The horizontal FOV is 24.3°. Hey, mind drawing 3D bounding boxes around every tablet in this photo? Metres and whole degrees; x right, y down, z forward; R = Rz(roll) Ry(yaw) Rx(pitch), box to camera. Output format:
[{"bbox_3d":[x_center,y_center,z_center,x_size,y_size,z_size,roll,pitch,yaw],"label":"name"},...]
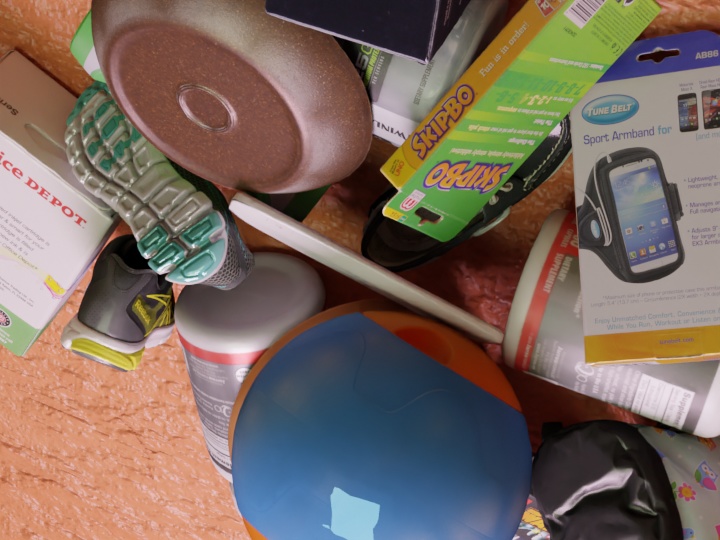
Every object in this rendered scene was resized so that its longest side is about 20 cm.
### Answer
[{"bbox_3d":[0.000,0.000,1.140,0.199,0.014,0.130,29,177,-5],"label":"tablet"}]

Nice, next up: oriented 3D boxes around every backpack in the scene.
[{"bbox_3d":[0.219,0.181,1.159,0.126,0.199,0.168,-18,72,39],"label":"backpack"}]

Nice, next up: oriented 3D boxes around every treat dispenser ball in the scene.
[{"bbox_3d":[0.014,0.127,1.107,0.200,0.201,0.202,14,130,17],"label":"treat dispenser ball"}]

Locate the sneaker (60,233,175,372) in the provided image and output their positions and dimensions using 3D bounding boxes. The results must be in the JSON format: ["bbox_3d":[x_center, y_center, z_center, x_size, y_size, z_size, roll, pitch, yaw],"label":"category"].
[{"bbox_3d":[-0.163,0.011,1.239,0.074,0.200,0.085,25,104,-7],"label":"sneaker"}]

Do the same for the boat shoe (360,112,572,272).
[{"bbox_3d":[0.075,-0.058,1.133,0.076,0.060,0.200,41,132,-7],"label":"boat shoe"}]

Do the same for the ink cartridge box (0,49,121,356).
[{"bbox_3d":[-0.267,-0.049,1.297,0.145,0.084,0.200,38,133,-4],"label":"ink cartridge box"}]

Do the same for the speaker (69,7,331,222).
[{"bbox_3d":[-0.101,-0.120,1.158,0.200,0.089,0.088,37,133,-4],"label":"speaker"}]

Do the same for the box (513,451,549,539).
[{"bbox_3d":[0.129,0.198,1.262,0.199,0.040,0.137,28,138,-33],"label":"box"}]

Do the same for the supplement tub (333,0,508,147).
[{"bbox_3d":[-0.017,-0.163,1.058,0.199,0.123,0.123,24,132,8],"label":"supplement tub"}]

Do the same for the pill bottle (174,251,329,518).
[{"bbox_3d":[-0.069,0.097,1.290,0.115,0.116,0.201,6,128,22],"label":"pill bottle"}]

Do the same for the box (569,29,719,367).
[{"bbox_3d":[0.194,-0.044,1.034,0.118,0.041,0.201,-5,80,23],"label":"box"}]

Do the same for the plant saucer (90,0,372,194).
[{"bbox_3d":[-0.089,-0.111,1.039,0.199,0.037,0.201,22,147,15],"label":"plant saucer"}]

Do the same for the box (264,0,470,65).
[{"bbox_3d":[0.034,-0.253,0.923,0.104,0.182,0.201,19,131,13],"label":"box"}]

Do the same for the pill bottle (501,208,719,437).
[{"bbox_3d":[0.204,0.042,1.110,0.199,0.114,0.114,19,131,12],"label":"pill bottle"}]

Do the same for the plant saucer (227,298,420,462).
[{"bbox_3d":[0.001,0.114,1.240,0.199,0.032,0.201,-12,123,-18],"label":"plant saucer"}]

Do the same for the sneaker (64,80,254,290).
[{"bbox_3d":[-0.144,-0.057,1.208,0.077,0.091,0.200,-38,62,10],"label":"sneaker"}]

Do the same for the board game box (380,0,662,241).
[{"bbox_3d":[0.093,-0.104,1.012,0.200,0.095,0.030,-50,61,11],"label":"board game box"}]
